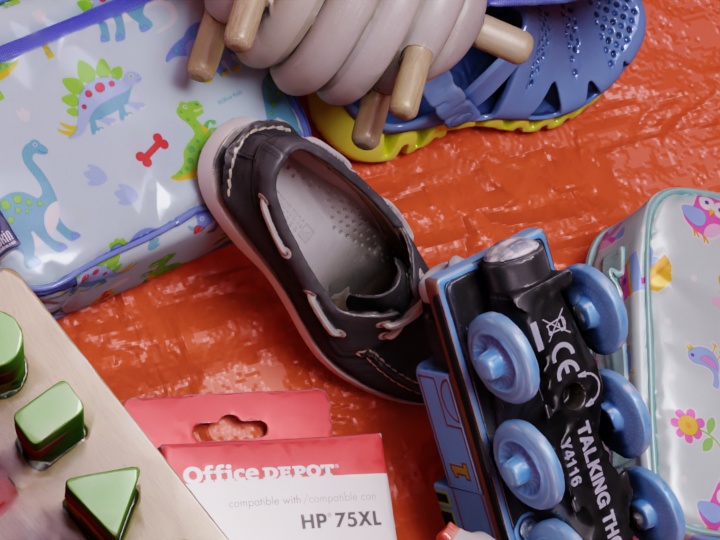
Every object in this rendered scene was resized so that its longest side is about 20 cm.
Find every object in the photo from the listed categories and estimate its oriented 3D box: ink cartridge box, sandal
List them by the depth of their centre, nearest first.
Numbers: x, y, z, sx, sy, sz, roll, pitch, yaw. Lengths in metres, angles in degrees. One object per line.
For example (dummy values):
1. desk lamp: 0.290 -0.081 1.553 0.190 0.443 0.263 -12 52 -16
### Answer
1. ink cartridge box: -0.044 0.146 1.438 0.116 0.067 0.201 -2 71 -21
2. sandal: 0.073 -0.115 1.578 0.199 0.087 0.080 -22 77 -28

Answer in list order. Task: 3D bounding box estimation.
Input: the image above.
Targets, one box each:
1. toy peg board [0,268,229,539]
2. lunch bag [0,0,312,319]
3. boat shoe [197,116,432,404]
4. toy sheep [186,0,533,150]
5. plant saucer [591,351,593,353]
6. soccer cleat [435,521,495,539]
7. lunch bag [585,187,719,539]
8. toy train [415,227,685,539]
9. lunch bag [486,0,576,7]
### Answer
1. toy peg board: -0.174 0.127 1.327 0.199 0.098 0.200 -38 84 -12
2. lunch bag: -0.139 -0.071 1.484 0.199 0.082 0.161 -24 77 -28
3. boat shoe: 0.000 0.000 1.473 0.074 0.060 0.200 -50 123 -19
4. toy sheep: -0.007 -0.140 1.461 0.199 0.138 0.138 23 63 -20
5. plant saucer: 0.082 0.114 1.528 0.070 0.019 0.201 12 65 -16
6. soccer cleat: 0.018 0.203 1.366 0.078 0.069 0.200 43 60 -5
7. lunch bag: 0.191 0.058 1.554 0.160 0.077 0.201 9 66 -21
8. toy train: 0.082 0.077 1.437 0.086 0.114 0.201 -27 108 -31
9. lunch bag: 0.106 -0.241 1.564 0.127 0.200 0.171 -2 108 16
